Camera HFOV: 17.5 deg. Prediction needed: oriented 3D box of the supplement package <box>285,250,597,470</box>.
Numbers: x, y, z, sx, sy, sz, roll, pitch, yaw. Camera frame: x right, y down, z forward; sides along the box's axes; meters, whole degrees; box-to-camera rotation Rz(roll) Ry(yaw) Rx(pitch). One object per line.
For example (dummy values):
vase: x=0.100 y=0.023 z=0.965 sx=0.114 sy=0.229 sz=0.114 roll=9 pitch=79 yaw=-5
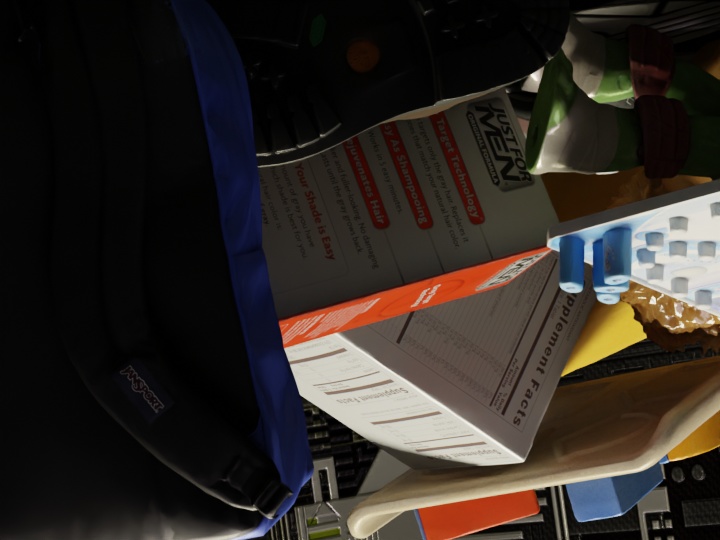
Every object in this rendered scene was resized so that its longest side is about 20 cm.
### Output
supplement package: x=0.000 y=0.000 z=1.136 sx=0.199 sy=0.114 sz=0.109 roll=35 pitch=158 yaw=-21

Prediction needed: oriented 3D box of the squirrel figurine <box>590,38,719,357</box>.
squirrel figurine: x=0.192 y=-0.054 z=1.141 sx=0.200 sy=0.141 sz=0.187 roll=-45 pitch=-173 yaw=15

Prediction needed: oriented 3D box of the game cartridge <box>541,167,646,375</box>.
game cartridge: x=0.160 y=-0.031 z=1.285 sx=0.199 sy=0.033 sz=0.177 roll=-23 pitch=141 yaw=-14

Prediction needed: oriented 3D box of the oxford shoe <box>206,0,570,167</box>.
oxford shoe: x=-0.018 y=-0.078 z=0.931 sx=0.198 sy=0.073 sz=0.084 roll=-8 pitch=179 yaw=-3

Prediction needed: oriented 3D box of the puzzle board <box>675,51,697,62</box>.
puzzle board: x=0.090 y=-0.059 z=1.292 sx=0.200 sy=0.017 sz=0.150 roll=-36 pitch=168 yaw=28

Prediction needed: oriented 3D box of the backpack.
backpack: x=-0.110 y=-0.008 z=0.823 sx=0.161 sy=0.202 sz=0.168 roll=-10 pitch=-174 yaw=4

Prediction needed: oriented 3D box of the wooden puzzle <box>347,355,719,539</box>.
wooden puzzle: x=0.116 y=0.093 z=1.214 sx=0.199 sy=0.047 sz=0.185 roll=-19 pitch=-176 yaw=34

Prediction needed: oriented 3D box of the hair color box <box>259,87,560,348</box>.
hair color box: x=-0.022 y=-0.025 z=0.989 sx=0.199 sy=0.102 sz=0.061 roll=-15 pitch=167 yaw=-29

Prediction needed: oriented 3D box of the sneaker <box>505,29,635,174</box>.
sneaker: x=0.059 y=-0.093 z=1.102 sx=0.082 sy=0.078 sz=0.199 roll=32 pitch=161 yaw=-32

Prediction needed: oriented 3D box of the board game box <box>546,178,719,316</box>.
board game box: x=0.209 y=0.000 z=0.933 sx=0.199 sy=0.026 sz=0.199 roll=-16 pitch=155 yaw=41

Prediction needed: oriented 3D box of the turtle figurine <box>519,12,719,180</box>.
turtle figurine: x=0.171 y=-0.085 z=0.956 sx=0.192 sy=0.145 sz=0.200 roll=10 pitch=158 yaw=-6
